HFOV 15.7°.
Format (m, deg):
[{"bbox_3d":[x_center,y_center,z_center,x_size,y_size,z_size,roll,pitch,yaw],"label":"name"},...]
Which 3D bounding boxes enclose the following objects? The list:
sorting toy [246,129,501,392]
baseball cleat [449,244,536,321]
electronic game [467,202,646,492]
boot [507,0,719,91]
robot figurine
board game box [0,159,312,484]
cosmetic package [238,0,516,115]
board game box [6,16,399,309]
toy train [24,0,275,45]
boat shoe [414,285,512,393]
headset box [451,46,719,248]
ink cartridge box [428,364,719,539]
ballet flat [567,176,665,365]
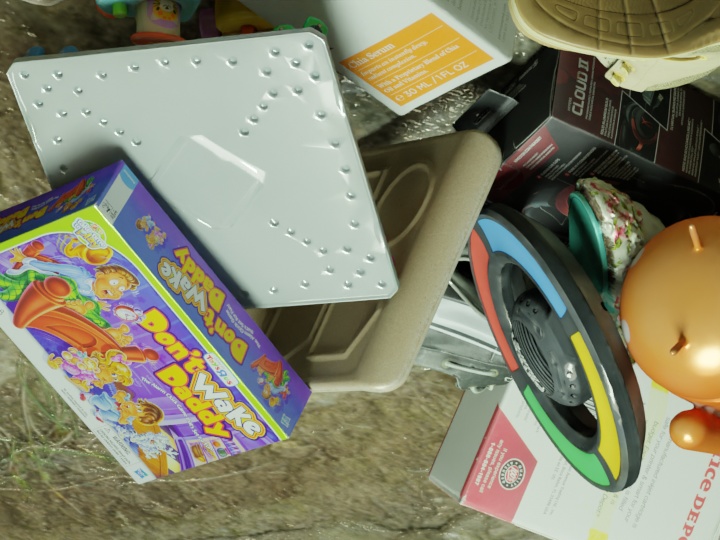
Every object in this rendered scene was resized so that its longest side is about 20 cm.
[{"bbox_3d":[0.000,0.000,1.692,0.036,0.185,0.200,34,160,-29],"label":"sorting toy"},{"bbox_3d":[0.145,0.015,1.788,0.200,0.107,0.070,12,128,-6],"label":"baseball cleat"},{"bbox_3d":[0.122,0.049,1.649,0.042,0.200,0.200,-26,148,-12],"label":"electronic game"},{"bbox_3d":[0.157,-0.146,1.507,0.200,0.073,0.155,-7,175,-21],"label":"boot"},{"bbox_3d":[0.230,0.030,1.609,0.144,0.117,0.200,-41,154,12],"label":"robot figurine"},{"bbox_3d":[-0.144,0.036,1.626,0.134,0.045,0.200,-20,120,37],"label":"board game box"},{"bbox_3d":[-0.007,-0.185,1.562,0.200,0.071,0.101,33,142,-30],"label":"cosmetic package"},{"bbox_3d":[-0.092,-0.060,1.585,0.200,0.026,0.200,-4,128,17],"label":"board game box"},{"bbox_3d":[-0.118,-0.140,1.624,0.150,0.056,0.200,-15,158,32],"label":"toy train"},{"bbox_3d":[0.082,0.048,1.814,0.200,0.072,0.071,20,117,-3],"label":"boat shoe"},{"bbox_3d":[0.157,-0.064,1.693,0.200,0.075,0.149,22,145,-17],"label":"headset box"},{"bbox_3d":[0.173,0.131,1.910,0.200,0.145,0.083,23,180,-18],"label":"ink cartridge box"},{"bbox_3d":[0.167,-0.004,1.666,0.064,0.076,0.200,-21,150,-9],"label":"ballet flat"}]
